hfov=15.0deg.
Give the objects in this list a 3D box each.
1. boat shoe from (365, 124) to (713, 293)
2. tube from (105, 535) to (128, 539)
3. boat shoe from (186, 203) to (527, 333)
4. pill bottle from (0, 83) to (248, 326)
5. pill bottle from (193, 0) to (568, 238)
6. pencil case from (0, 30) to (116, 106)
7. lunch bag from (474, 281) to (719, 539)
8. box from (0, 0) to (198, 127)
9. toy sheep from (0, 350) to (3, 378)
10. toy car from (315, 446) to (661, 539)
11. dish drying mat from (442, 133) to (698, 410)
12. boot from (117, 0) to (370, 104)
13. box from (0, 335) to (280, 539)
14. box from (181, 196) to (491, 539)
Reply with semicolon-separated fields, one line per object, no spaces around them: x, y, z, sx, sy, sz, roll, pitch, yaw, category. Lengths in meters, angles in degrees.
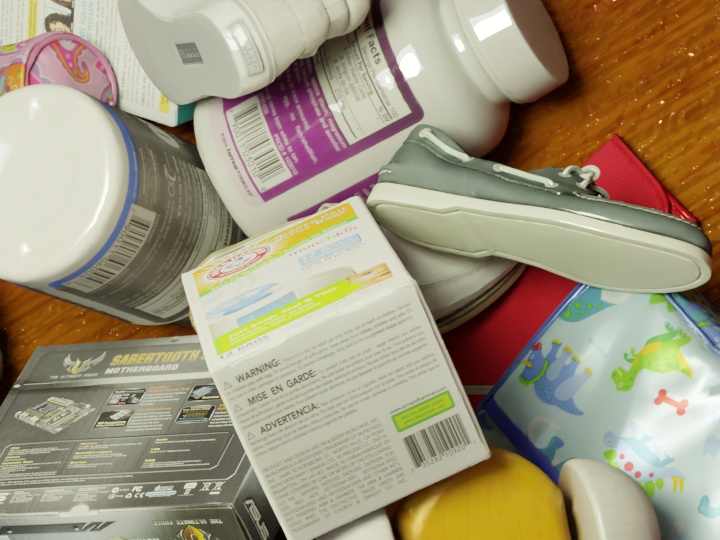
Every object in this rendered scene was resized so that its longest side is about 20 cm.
0.099;-0.037;1.456;0.200;0.073;0.062;11;66;29;boat shoe
-0.062;0.210;1.511;0.058;0.200;0.052;-44;26;41;tube
0.000;0.000;1.535;0.200;0.068;0.075;-21;52;2;boat shoe
-0.138;-0.031;1.576;0.114;0.200;0.114;-6;77;25;pill bottle
0.014;-0.098;1.566;0.200;0.112;0.112;-27;68;19;pill bottle
-0.239;-0.087;1.684;0.200;0.087;0.088;-15;71;40;pencil case
0.161;0.108;1.463;0.161;0.082;0.200;-47;61;14;lunch bag
-0.176;-0.156;1.694;0.200;0.049;0.082;20;116;29;box
-0.291;0.037;1.680;0.138;0.138;0.200;-41;59;13;toy sheep
0.062;0.189;1.404;0.175;0.150;0.200;-8;89;-11;toy car
0.097;0.018;1.550;0.200;0.018;0.077;-46;61;11;dish drying mat
-0.064;-0.142;1.546;0.095;0.074;0.200;-27;19;-18;boot
-0.125;0.104;1.576;0.200;0.048;0.159;-5;35;25;box
-0.017;0.047;1.407;0.112;0.200;0.102;-24;106;-1;box
